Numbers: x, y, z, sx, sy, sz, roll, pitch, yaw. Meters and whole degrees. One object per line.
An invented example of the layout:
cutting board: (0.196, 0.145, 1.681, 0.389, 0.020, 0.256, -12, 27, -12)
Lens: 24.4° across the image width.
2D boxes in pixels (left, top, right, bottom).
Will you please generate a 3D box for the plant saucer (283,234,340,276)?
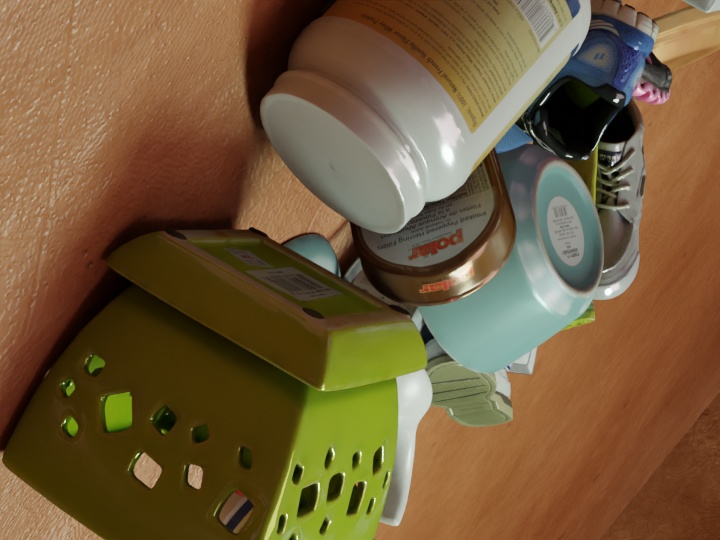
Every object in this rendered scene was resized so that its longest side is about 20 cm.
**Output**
plant saucer: (-0.075, 0.064, 1.308, 0.200, 0.027, 0.201, -47, 158, -25)

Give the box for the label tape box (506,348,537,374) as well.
label tape box: (0.138, 0.006, 1.590, 0.200, 0.063, 0.146, 56, 43, -70)

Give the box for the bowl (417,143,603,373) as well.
bowl: (0.128, -0.025, 1.368, 0.104, 0.203, 0.200, -15, -174, 35)

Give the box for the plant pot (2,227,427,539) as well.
plant pot: (-0.079, 0.083, 1.087, 0.200, 0.198, 0.183, -2, 118, -66)

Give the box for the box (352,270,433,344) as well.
box: (0.028, 0.055, 1.453, 0.201, 0.060, 0.117, 94, 21, -56)

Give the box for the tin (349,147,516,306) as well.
tin: (0.041, -0.064, 1.154, 0.111, 0.201, 0.042, -20, 140, 9)

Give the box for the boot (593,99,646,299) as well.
boot: (0.217, -0.072, 1.490, 0.201, 0.073, 0.096, -76, 163, -47)

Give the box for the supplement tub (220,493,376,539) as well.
supplement tub: (-0.045, 0.284, 1.465, 0.145, 0.199, 0.145, -46, 159, -24)

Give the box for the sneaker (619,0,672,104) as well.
sneaker: (0.190, -0.190, 1.308, 0.199, 0.079, 0.096, 15, 89, -50)

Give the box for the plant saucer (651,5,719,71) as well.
plant saucer: (0.242, -0.187, 1.472, 0.198, 0.038, 0.200, -20, 179, 0)

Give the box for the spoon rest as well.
spoon rest: (0.017, 0.124, 1.409, 0.061, 0.099, 0.201, -54, 149, -43)

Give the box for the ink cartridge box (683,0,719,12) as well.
ink cartridge box: (0.294, -0.317, 1.399, 0.200, 0.145, 0.146, -22, 139, -59)

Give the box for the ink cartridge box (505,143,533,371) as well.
ink cartridge box: (0.139, -0.013, 1.503, 0.095, 0.037, 0.201, 51, 50, -27)

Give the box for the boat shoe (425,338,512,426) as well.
boat shoe: (0.091, 0.085, 1.493, 0.200, 0.074, 0.069, 55, 30, -67)

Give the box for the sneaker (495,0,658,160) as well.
sneaker: (0.133, -0.122, 1.203, 0.200, 0.078, 0.090, -31, -142, 61)

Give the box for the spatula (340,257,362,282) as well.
spatula: (0.000, 0.000, 1.322, 0.201, 0.020, 0.057, -56, 146, -32)

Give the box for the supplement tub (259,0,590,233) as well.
supplement tub: (0.042, -0.137, 1.090, 0.200, 0.144, 0.145, -48, 159, -21)

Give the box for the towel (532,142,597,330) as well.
towel: (0.179, -0.045, 1.464, 0.018, 0.086, 0.202, 14, 73, -33)

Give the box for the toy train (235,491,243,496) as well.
toy train: (-0.034, 0.176, 1.406, 0.085, 0.116, 0.200, -44, 170, 6)
